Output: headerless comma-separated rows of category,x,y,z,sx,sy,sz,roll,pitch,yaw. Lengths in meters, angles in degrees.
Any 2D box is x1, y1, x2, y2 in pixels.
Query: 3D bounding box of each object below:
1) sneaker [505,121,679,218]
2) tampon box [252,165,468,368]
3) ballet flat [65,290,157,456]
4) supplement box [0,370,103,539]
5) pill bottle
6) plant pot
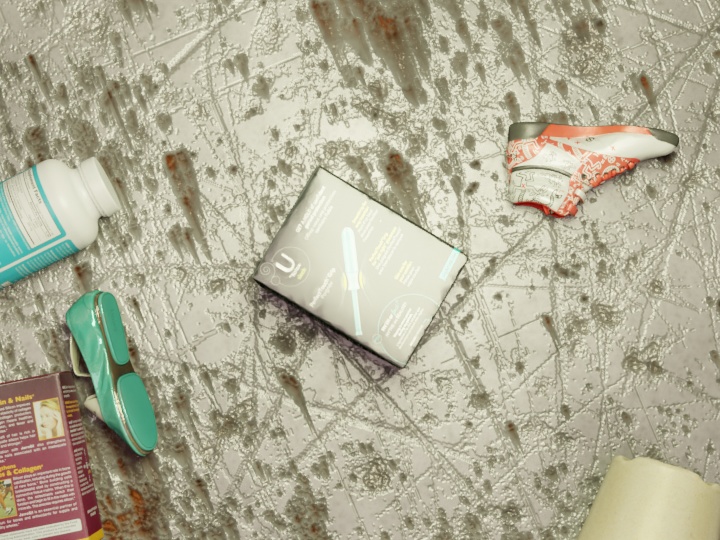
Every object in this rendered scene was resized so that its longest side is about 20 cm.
sneaker,0.271,-0.115,1.552,0.200,0.067,0.109,3,87,3
tampon box,0.000,0.000,1.511,0.199,0.126,0.150,31,86,2
ballet flat,-0.295,0.124,1.539,0.070,0.067,0.201,-19,86,22
supplement box,-0.372,0.223,1.512,0.110,0.086,0.201,-11,87,-1
pill bottle,-0.380,-0.056,1.519,0.199,0.111,0.111,-26,87,-3
plant pot,0.320,0.313,1.474,0.199,0.201,0.184,19,76,1
